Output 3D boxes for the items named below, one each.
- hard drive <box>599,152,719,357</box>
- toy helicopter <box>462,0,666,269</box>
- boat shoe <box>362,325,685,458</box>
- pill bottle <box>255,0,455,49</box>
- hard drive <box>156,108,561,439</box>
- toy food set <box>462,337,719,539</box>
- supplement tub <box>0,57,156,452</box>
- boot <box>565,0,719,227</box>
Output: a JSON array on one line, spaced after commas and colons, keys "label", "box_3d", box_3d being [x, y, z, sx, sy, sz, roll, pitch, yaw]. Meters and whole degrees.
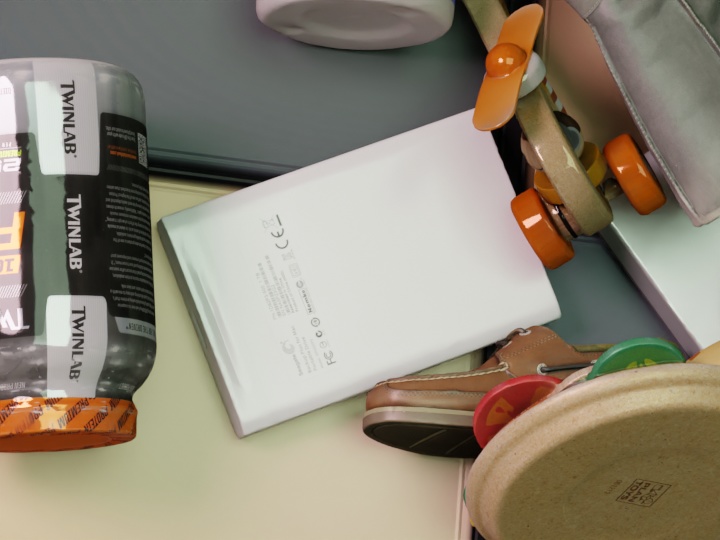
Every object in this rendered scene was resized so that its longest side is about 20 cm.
[{"label": "hard drive", "box_3d": [0.246, -0.043, 1.623, 0.200, 0.026, 0.132, -36, 89, -17]}, {"label": "toy helicopter", "box_3d": [0.089, -0.107, 1.549, 0.079, 0.132, 0.200, -31, 57, 10]}, {"label": "boat shoe", "box_3d": [0.093, 0.068, 1.556, 0.200, 0.072, 0.068, 4, 74, -22]}, {"label": "pill bottle", "box_3d": [0.001, -0.236, 1.562, 0.114, 0.114, 0.200, 6, 78, -13]}, {"label": "hard drive", "box_3d": [0.000, 0.000, 1.563, 0.200, 0.026, 0.132, -20, 85, -16]}, {"label": "toy food set", "box_3d": [0.150, 0.102, 1.504, 0.198, 0.200, 0.049, 1, 52, -17]}, {"label": "supplement tub", "box_3d": [-0.172, -0.006, 1.473, 0.123, 0.123, 0.200, -1, 79, -14]}, {"label": "boot", "box_3d": [0.195, -0.150, 1.547, 0.182, 0.073, 0.200, -40, 89, -18]}]
